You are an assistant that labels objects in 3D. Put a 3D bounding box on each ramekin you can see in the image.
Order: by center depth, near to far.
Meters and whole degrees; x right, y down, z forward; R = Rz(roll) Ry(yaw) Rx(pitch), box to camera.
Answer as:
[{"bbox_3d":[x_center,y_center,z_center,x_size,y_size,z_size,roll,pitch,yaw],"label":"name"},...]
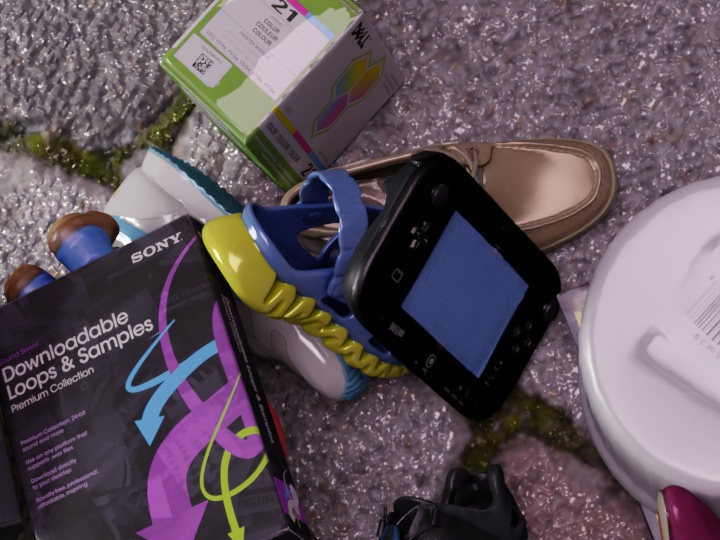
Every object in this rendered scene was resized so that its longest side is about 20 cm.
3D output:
[{"bbox_3d":[0.213,0.044,1.623,0.199,0.098,0.202,-3,76,11],"label":"ramekin"}]

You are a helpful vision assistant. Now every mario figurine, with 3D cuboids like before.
[{"bbox_3d":[-0.113,0.062,1.703,0.200,0.106,0.124,47,135,22],"label":"mario figurine"}]

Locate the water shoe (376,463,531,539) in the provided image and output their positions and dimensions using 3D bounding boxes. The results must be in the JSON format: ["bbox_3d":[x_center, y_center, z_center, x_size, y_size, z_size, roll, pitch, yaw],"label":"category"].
[{"bbox_3d":[0.022,0.168,1.643,0.071,0.200,0.079,-10,101,36],"label":"water shoe"}]

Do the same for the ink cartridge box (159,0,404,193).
[{"bbox_3d":[-0.011,-0.153,1.736,0.076,0.148,0.200,43,89,16],"label":"ink cartridge box"}]

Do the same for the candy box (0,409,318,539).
[{"bbox_3d":[-0.121,0.133,1.744,0.115,0.055,0.200,-40,73,-1],"label":"candy box"}]

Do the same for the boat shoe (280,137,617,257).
[{"bbox_3d":[0.052,-0.042,1.742,0.199,0.065,0.073,-7,77,10],"label":"boat shoe"}]

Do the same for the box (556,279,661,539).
[{"bbox_3d":[0.222,0.077,1.690,0.160,0.049,0.201,-23,75,4],"label":"box"}]

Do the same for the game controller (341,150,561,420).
[{"bbox_3d":[0.054,0.012,1.663,0.042,0.200,0.105,14,74,32],"label":"game controller"}]

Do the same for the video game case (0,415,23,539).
[{"bbox_3d":[-0.233,0.083,1.708,0.025,0.200,0.182,-10,75,-15],"label":"video game case"}]

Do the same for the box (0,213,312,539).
[{"bbox_3d":[-0.122,0.085,1.614,0.142,0.036,0.201,-26,62,13],"label":"box"}]

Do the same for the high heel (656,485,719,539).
[{"bbox_3d":[0.223,0.168,1.602,0.096,0.200,0.068,-16,52,12],"label":"high heel"}]

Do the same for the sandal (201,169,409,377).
[{"bbox_3d":[0.000,0.000,1.675,0.087,0.200,0.080,-39,59,16],"label":"sandal"}]

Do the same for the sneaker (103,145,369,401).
[{"bbox_3d":[-0.074,0.016,1.757,0.200,0.076,0.081,43,98,22],"label":"sneaker"}]
